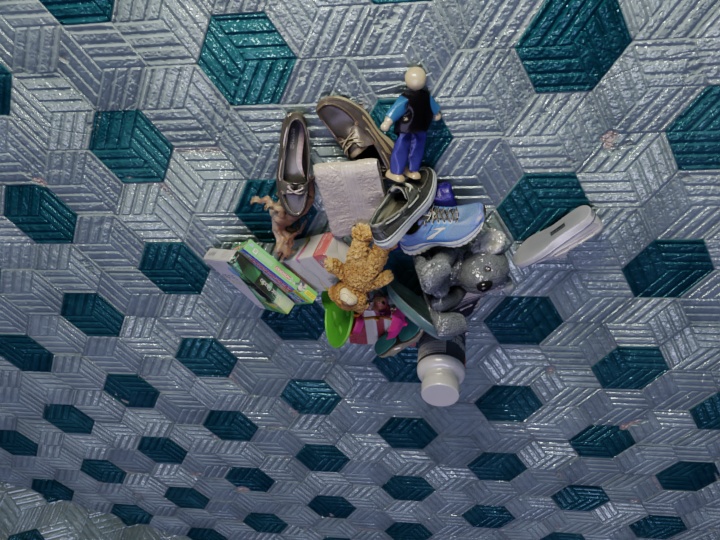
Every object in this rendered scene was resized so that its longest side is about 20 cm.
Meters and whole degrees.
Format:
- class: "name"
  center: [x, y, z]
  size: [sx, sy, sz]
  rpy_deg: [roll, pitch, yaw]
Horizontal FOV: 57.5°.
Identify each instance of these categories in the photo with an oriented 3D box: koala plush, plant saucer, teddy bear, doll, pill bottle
- class: "koala plush"
  center: [0.220, 0.005, 1.368]
  size: [0.196, 0.185, 0.180]
  rpy_deg: [-19, 118, 5]
- class: "plant saucer"
  center: [0.132, 0.094, 1.477]
  size: [0.198, 0.201, 0.028]
  rpy_deg: [35, 100, -24]
- class: "teddy bear"
  center: [0.000, 0.000, 1.350]
  size: [0.144, 0.067, 0.201]
  rpy_deg: [34, 109, -25]
- class: "doll"
  center: [0.089, -0.265, 1.193]
  size: [0.134, 0.048, 0.204]
  rpy_deg: [-13, 126, -32]
- class: "pill bottle"
  center: [0.195, 0.215, 1.578]
  size: [0.116, 0.203, 0.121]
  rpy_deg: [5, 137, 4]

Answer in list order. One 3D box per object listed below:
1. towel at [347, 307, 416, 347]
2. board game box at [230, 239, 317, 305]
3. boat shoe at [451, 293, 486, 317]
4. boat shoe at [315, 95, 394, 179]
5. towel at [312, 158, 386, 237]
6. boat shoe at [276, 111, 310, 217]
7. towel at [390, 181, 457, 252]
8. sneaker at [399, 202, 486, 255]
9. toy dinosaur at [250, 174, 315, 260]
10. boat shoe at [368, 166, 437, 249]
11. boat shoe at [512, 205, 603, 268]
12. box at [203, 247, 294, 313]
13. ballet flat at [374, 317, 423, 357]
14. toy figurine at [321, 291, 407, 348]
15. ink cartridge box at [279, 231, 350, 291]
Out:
- class: "towel"
  center: [0.042, 0.140, 1.659]
  size: [0.195, 0.023, 0.146]
  rpy_deg: [2, 137, 9]
- class: "board game box"
  center: [-0.202, 0.008, 1.502]
  size: [0.199, 0.029, 0.134]
  rpy_deg: [40, 160, -19]
- class: "boat shoe"
  center: [0.256, 0.051, 1.508]
  size: [0.197, 0.076, 0.092]
  rpy_deg: [-25, 140, 32]
- class: "boat shoe"
  center: [-0.002, -0.249, 1.238]
  size: [0.198, 0.074, 0.074]
  rpy_deg: [34, 130, -23]
- class: "towel"
  center: [-0.013, -0.138, 1.294]
  size: [0.129, 0.035, 0.202]
  rpy_deg: [-3, 142, 11]
- class: "boat shoe"
  center: [-0.128, -0.199, 1.259]
  size: [0.065, 0.057, 0.205]
  rpy_deg: [-1, 107, -10]
- class: "towel"
  center: [0.113, -0.112, 1.380]
  size: [0.195, 0.050, 0.149]
  rpy_deg: [-9, 139, 18]
- class: "sneaker"
  center: [0.153, -0.093, 1.296]
  size: [0.196, 0.080, 0.089]
  rpy_deg: [-17, 138, 25]
- class: "toy dinosaur"
  center: [-0.139, -0.133, 1.379]
  size: [0.134, 0.087, 0.200]
  rpy_deg: [31, 116, -35]
- class: "boat shoe"
  center: [0.085, -0.134, 1.255]
  size: [0.071, 0.202, 0.071]
  rpy_deg: [15, 150, 34]
- class: "boat shoe"
  center: [0.410, -0.053, 1.365]
  size: [0.065, 0.074, 0.199]
  rpy_deg: [39, 130, -22]
- class: "box"
  center: [-0.261, 0.025, 1.535]
  size: [0.200, 0.037, 0.143]
  rpy_deg: [44, 158, -31]
- class: "ballet flat"
  center: [0.109, 0.158, 1.613]
  size: [0.061, 0.069, 0.199]
  rpy_deg: [10, 150, -34]
- class: "toy figurine"
  center: [0.019, 0.094, 1.539]
  size: [0.180, 0.201, 0.153]
  rpy_deg: [7, 120, -26]
- class: "ink cartridge box"
  center: [-0.097, -0.015, 1.468]
  size: [0.197, 0.068, 0.117]
  rpy_deg: [-7, 136, 46]
